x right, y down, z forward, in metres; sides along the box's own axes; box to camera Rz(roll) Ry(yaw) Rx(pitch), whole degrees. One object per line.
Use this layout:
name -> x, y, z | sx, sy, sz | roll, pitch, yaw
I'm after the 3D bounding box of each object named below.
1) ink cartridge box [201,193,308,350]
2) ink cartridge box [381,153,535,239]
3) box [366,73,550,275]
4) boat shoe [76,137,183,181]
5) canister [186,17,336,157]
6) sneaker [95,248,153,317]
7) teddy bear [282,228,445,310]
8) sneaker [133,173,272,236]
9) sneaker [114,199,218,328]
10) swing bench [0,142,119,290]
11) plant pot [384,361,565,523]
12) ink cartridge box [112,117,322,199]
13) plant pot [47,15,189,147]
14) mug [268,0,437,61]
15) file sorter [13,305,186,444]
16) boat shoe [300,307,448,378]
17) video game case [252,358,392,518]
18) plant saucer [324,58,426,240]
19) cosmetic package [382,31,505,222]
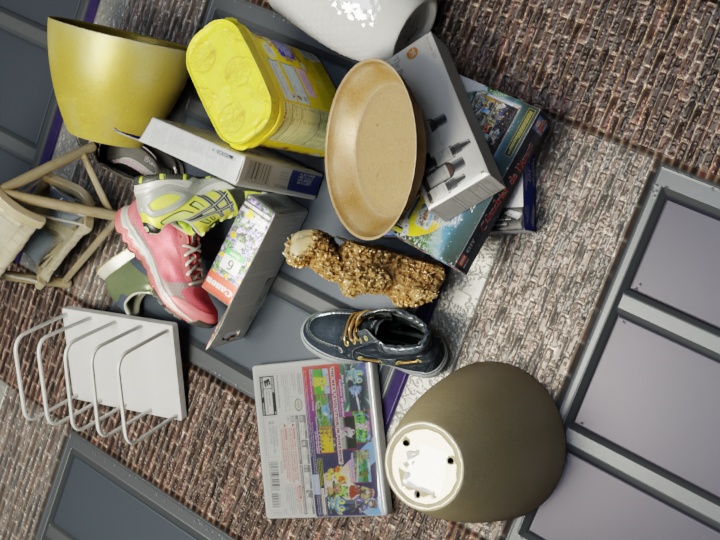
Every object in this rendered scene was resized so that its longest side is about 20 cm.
ink cartridge box -> -0.148, -0.001, 1.432 | 0.050, 0.109, 0.201 | 32, 105, 15
ink cartridge box -> 0.110, -0.089, 1.333 | 0.198, 0.044, 0.095 | -1, 87, 28
box -> 0.111, -0.115, 1.282 | 0.136, 0.038, 0.201 | 30, 91, 32
boat shoe -> -0.336, -0.168, 1.564 | 0.199, 0.057, 0.068 | 26, 102, 26
canister -> -0.106, -0.215, 1.361 | 0.086, 0.199, 0.150 | -32, 75, 24
sneaker -> -0.270, -0.007, 1.530 | 0.199, 0.067, 0.091 | -31, 84, 25
teddy bear -> 0.000, 0.000, 1.332 | 0.145, 0.198, 0.068 | -143, 68, -68
sneaker -> -0.199, -0.083, 1.421 | 0.075, 0.198, 0.077 | 2, 93, 53
sneaker -> -0.237, -0.018, 1.439 | 0.087, 0.074, 0.201 | -38, 83, 18
swing bench -> -0.463, -0.063, 1.528 | 0.199, 0.199, 0.131 | -41, 71, 39
plant pot -> 0.112, 0.204, 1.244 | 0.185, 0.199, 0.190 | 0, 90, 27
ink cartridge box -> -0.175, -0.148, 1.399 | 0.198, 0.199, 0.041 | 24, 98, 24
plant pot -> -0.327, -0.245, 1.486 | 0.198, 0.199, 0.144 | 20, 104, 26
mug -> 0.015, -0.350, 1.342 | 0.175, 0.148, 0.200 | 37, 76, 17
file sorter -> -0.358, 0.144, 1.521 | 0.198, 0.124, 0.141 | 7, 109, 28
boat shoe -> 0.007, 0.073, 1.353 | 0.198, 0.091, 0.072 | 9, 67, 24
video game case -> -0.051, 0.215, 1.433 | 0.180, 0.023, 0.203 | -8, 85, 28
plant saucer -> 0.022, -0.135, 1.258 | 0.199, 0.035, 0.203 | 4, 94, 59
cosmetic package -> 0.088, -0.164, 1.257 | 0.082, 0.051, 0.202 | -29, 63, 19
